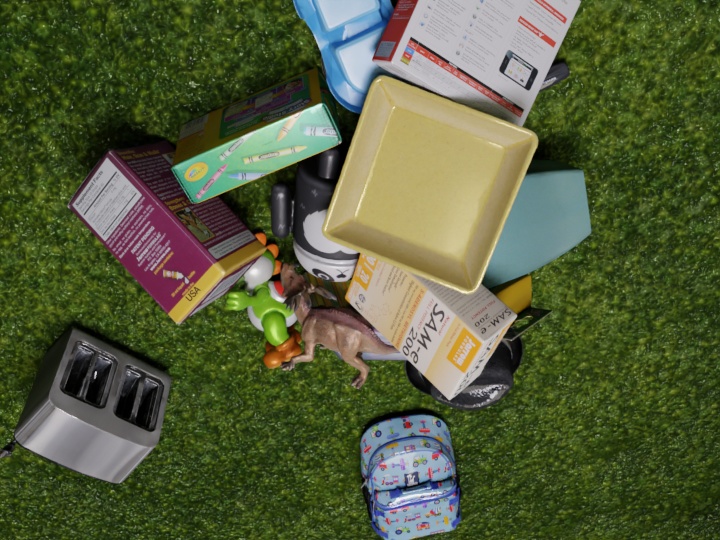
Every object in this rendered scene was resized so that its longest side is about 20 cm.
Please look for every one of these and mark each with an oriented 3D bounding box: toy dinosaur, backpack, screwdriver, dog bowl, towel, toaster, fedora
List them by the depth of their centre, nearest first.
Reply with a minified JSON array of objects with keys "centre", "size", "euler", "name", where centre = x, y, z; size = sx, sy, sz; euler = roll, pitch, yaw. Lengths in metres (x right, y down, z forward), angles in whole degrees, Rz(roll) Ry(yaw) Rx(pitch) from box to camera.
[{"centre":[-0.006,-0.282,0.837],"size":[0.111,0.050,0.201],"euler":[-23,116,4],"name":"dog bowl"},{"centre":[0.176,-0.223,0.943],"size":[0.199,0.028,0.029],"euler":[-22,154,4],"name":"screwdriver"},{"centre":[-0.033,0.074,0.982],"size":[0.199,0.086,0.136],"euler":[15,124,8],"name":"toy dinosaur"},{"centre":[0.000,0.000,1.050],"size":[0.199,0.086,0.018],"euler":[-31,148,14],"name":"towel"},{"centre":[-0.395,0.203,1.073],"size":[0.180,0.201,0.119],"euler":[33,120,-25],"name":"toaster"},{"centre":[0.175,0.165,1.178],"size":[0.199,0.092,0.202],"euler":[-3,125,-5],"name":"fedora"},{"centre":[0.088,0.358,1.281],"size":[0.181,0.135,0.201],"euler":[-7,123,-3],"name":"backpack"}]

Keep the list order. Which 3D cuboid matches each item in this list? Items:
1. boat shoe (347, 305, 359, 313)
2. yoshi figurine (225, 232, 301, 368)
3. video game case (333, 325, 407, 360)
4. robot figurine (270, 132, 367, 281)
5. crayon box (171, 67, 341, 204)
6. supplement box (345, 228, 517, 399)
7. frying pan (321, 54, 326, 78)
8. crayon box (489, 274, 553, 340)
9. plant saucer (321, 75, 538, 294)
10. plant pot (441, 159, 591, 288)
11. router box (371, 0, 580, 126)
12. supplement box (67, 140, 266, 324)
[{"centre":[0.022,0.066,1.118],"size":[0.199,0.063,0.073],"euler":[15,152,-15],"name":"boat shoe"},{"centre":[-0.161,0.040,1.038],"size":[0.112,0.112,0.201],"euler":[-10,108,40],"name":"yoshi figurine"},{"centre":[0.043,0.105,1.096],"size":[0.198,0.019,0.143],"euler":[0,154,16],"name":"video game case"},{"centre":[-0.028,-0.080,0.960],"size":[0.150,0.125,0.201],"euler":[25,128,24],"name":"robot figurine"},{"centre":[-0.127,-0.168,0.891],"size":[0.199,0.119,0.058],"euler":[-21,125,8],"name":"crayon box"},{"centre":[0.082,0.045,0.915],"size":[0.073,0.200,0.126],"euler":[-29,152,-38],"name":"supplement box"},{"centre":[0.025,-0.290,0.883],"size":[0.114,0.031,0.191],"euler":[18,124,-20],"name":"frying pan"},{"centre":[0.148,0.038,1.004],"size":[0.199,0.125,0.052],"euler":[8,110,38],"name":"crayon box"},{"centre":[0.079,-0.100,0.851],"size":[0.199,0.048,0.201],"euler":[22,105,4],"name":"plant saucer"},{"centre":[0.195,-0.073,0.972],"size":[0.199,0.141,0.142],"euler":[-15,108,-6],"name":"plant pot"},{"centre":[0.137,-0.276,0.833],"size":[0.199,0.049,0.180],"euler":[23,95,-30],"name":"router box"},{"centre":[-0.237,-0.053,0.905],"size":[0.200,0.131,0.103],"euler":[47,113,1],"name":"supplement box"}]
